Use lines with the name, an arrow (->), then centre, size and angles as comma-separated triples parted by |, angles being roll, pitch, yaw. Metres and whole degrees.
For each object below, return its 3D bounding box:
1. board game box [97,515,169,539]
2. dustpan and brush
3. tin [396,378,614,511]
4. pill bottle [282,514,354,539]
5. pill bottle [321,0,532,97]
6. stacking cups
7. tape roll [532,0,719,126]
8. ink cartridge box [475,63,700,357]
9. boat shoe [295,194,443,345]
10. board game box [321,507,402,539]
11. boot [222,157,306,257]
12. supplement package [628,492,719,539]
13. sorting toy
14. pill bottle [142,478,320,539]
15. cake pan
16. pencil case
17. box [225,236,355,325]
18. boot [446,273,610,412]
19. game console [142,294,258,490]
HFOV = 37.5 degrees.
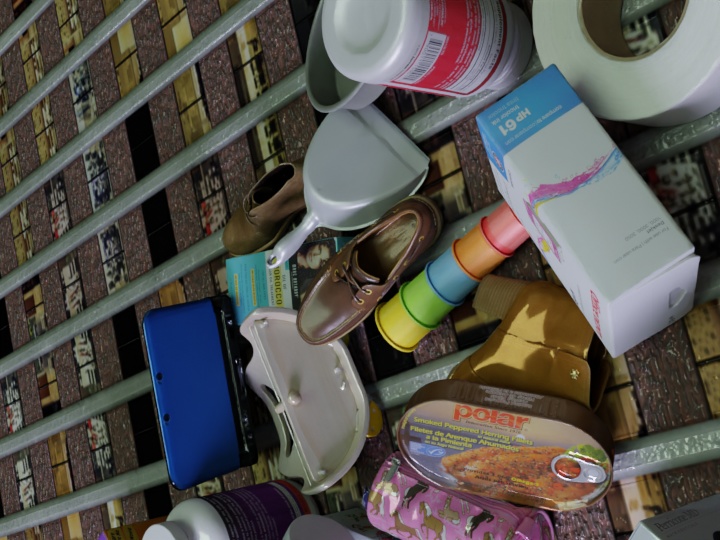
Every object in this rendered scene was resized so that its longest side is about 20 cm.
board game box -> -0.221, 0.435, 1.273 | 0.201, 0.198, 0.201 | 51, 123, 31
dustpan and brush -> -0.033, -0.079, 1.140 | 0.199, 0.057, 0.140 | -41, 65, -6
tin -> 0.131, 0.156, 0.960 | 0.196, 0.042, 0.113 | 10, 132, 15
pill bottle -> -0.075, 0.355, 1.100 | 0.112, 0.111, 0.202 | 45, 121, 34
pill bottle -> 0.068, -0.219, 0.968 | 0.111, 0.198, 0.115 | 1, 92, 43
stacking cups -> 0.098, 0.006, 1.046 | 0.200, 0.060, 0.061 | -41, 63, 35
tape roll -> 0.243, -0.224, 0.884 | 0.200, 0.070, 0.207 | 1, 91, 45
ink cartridge box -> 0.188, -0.046, 0.882 | 0.084, 0.145, 0.202 | -33, 64, 2
boat shoe -> 0.001, 0.000, 1.089 | 0.200, 0.067, 0.072 | -45, 83, 14
board game box -> 0.038, 0.352, 1.108 | 0.198, 0.064, 0.151 | 12, 100, 43
boot -> -0.116, -0.076, 1.244 | 0.199, 0.075, 0.075 | -35, 69, 41
supplement package -> 0.290, 0.285, 0.765 | 0.199, 0.189, 0.149 | 39, 116, 36
sorting toy -> -0.075, 0.152, 1.199 | 0.180, 0.105, 0.203 | -38, 71, 55
pill bottle -> -0.144, 0.305, 1.192 | 0.111, 0.198, 0.115 | 1, 91, 44
cake pan -> 0.004, -0.258, 1.101 | 0.200, 0.036, 0.204 | -38, 45, 50
pencil case -> 0.095, 0.244, 1.036 | 0.198, 0.086, 0.084 | 15, 80, 43
box -> -0.074, 0.015, 1.221 | 0.198, 0.049, 0.084 | -10, 84, 45
boot -> 0.154, 0.111, 0.982 | 0.143, 0.070, 0.205 | 21, 103, 42
game console -> -0.197, 0.138, 1.247 | 0.170, 0.116, 0.204 | 172, 89, -71
